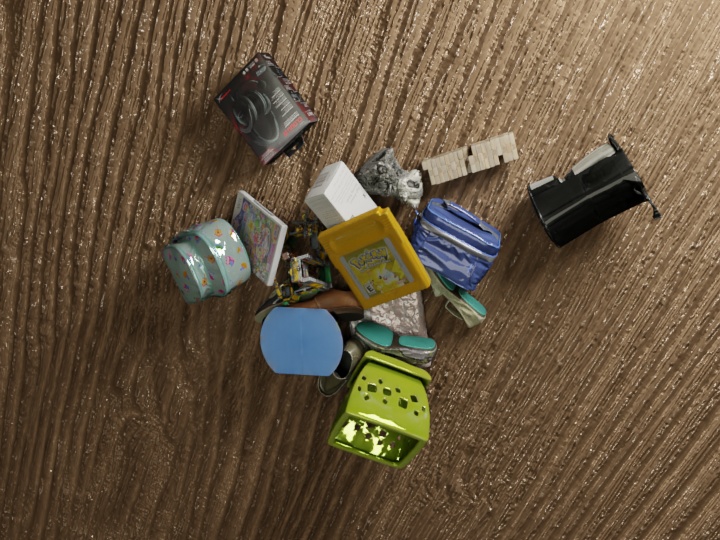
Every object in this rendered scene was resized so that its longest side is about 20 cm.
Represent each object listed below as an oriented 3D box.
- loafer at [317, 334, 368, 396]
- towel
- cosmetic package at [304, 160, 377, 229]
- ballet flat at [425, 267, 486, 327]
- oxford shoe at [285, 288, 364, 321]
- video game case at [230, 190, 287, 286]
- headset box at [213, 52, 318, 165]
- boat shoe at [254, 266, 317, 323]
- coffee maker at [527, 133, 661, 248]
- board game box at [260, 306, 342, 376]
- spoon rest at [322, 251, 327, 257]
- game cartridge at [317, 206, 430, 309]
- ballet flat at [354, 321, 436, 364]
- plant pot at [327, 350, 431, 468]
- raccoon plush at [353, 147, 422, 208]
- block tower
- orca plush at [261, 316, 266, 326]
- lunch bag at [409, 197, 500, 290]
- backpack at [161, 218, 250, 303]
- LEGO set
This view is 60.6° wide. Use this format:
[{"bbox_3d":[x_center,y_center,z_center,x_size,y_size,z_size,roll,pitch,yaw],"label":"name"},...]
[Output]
[{"bbox_3d":[-0.056,0.235,1.483,0.075,0.069,0.202,41,123,15],"label":"loafer"},{"bbox_3d":[0.066,0.140,1.466,0.185,0.032,0.206,-6,106,13],"label":"towel"},{"bbox_3d":[-0.022,-0.121,1.324,0.073,0.103,0.200,-9,133,45],"label":"cosmetic package"},{"bbox_3d":[0.201,0.053,1.394,0.200,0.068,0.062,46,120,-4],"label":"ballet flat"},{"bbox_3d":[-0.085,0.080,1.439,0.193,0.072,0.073,-3,65,11],"label":"oxford shoe"},{"bbox_3d":[-0.241,-0.077,1.409,0.199,0.018,0.147,37,118,41],"label":"video game case"},{"bbox_3d":[-0.199,-0.344,1.349,0.147,0.077,0.202,-36,96,19],"label":"headset box"},{"bbox_3d":[-0.180,0.060,1.479,0.198,0.071,0.064,-34,57,24],"label":"boat shoe"},{"bbox_3d":[0.446,-0.141,1.214,0.197,0.194,0.135,-32,115,21],"label":"coffee maker"},{"bbox_3d":[-0.133,0.158,1.424,0.193,0.039,0.163,2,105,8],"label":"board game box"},{"bbox_3d":[0.000,0.000,1.407,0.197,0.100,0.061,33,142,7],"label":"spoon rest"},{"bbox_3d":[0.028,-0.022,1.286,0.173,0.033,0.202,-20,118,29],"label":"game cartridge"},{"bbox_3d":[0.077,0.177,1.426,0.194,0.072,0.074,13,110,9],"label":"ballet flat"},{"bbox_3d":[0.051,0.311,1.410,0.195,0.185,0.201,20,142,-4],"label":"plant pot"},{"bbox_3d":[0.050,-0.181,1.363,0.198,0.098,0.134,-19,120,48],"label":"raccoon plush"},{"bbox_3d":[0.231,-0.235,1.303,0.194,0.054,0.059,-14,103,16],"label":"block tower"},{"bbox_3d":[-0.147,0.169,1.476,0.197,0.072,0.106,31,124,-17],"label":"orca plush"},{"bbox_3d":[0.197,-0.070,1.316,0.196,0.136,0.135,28,112,2],"label":"lunch bag"},{"bbox_3d":[-0.348,-0.020,1.406,0.197,0.152,0.180,-12,105,44],"label":"backpack"},{"bbox_3d":[-0.147,-0.029,1.371,0.150,0.115,0.207,-5,78,26],"label":"LEGO set"}]
